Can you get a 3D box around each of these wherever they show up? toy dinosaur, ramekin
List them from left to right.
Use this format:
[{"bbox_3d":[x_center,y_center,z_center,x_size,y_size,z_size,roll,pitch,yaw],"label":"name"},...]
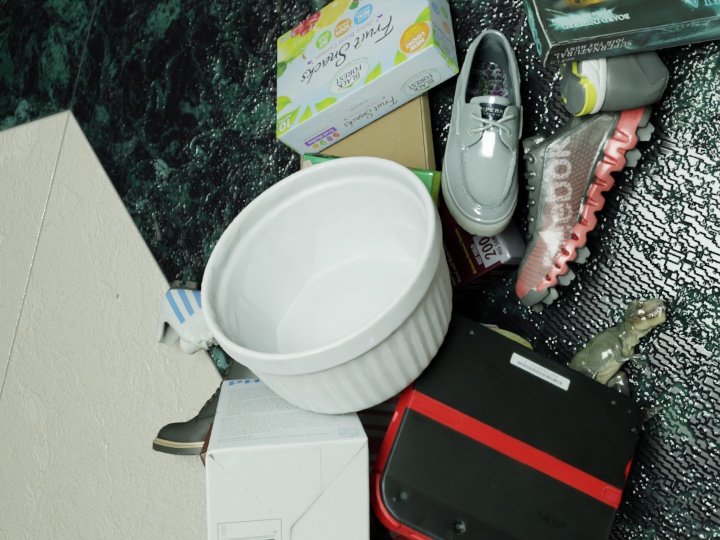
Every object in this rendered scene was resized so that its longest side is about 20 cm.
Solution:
[{"bbox_3d":[-0.018,0.016,0.616,0.195,0.106,0.203,-15,46,16],"label":"ramekin"},{"bbox_3d":[0.210,0.108,0.684,0.200,0.047,0.089,-44,63,30],"label":"toy dinosaur"}]

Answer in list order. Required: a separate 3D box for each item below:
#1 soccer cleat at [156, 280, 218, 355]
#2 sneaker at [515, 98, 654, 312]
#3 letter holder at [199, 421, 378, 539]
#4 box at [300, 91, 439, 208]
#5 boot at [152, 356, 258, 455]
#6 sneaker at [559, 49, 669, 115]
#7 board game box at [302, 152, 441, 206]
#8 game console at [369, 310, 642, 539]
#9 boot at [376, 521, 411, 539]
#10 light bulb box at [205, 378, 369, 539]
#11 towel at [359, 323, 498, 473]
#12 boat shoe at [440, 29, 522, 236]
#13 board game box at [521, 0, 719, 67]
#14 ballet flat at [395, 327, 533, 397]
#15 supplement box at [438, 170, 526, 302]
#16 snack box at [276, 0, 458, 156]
[{"bbox_3d":[-0.170,0.061,0.912,0.197,0.069,0.088,-2,66,40],"label":"soccer cleat"},{"bbox_3d":[0.176,-0.067,0.679,0.096,0.071,0.204,26,102,11],"label":"sneaker"},{"bbox_3d":[-0.063,0.240,0.802,0.139,0.101,0.204,-22,97,-3],"label":"letter holder"},{"bbox_3d":[0.002,-0.124,0.792,0.161,0.021,0.205,-22,57,31],"label":"box"},{"bbox_3d":[-0.162,0.146,0.916,0.195,0.077,0.142,-9,80,19],"label":"boot"},{"bbox_3d":[0.214,-0.212,0.656,0.082,0.075,0.205,6,64,0],"label":"sneaker"},{"bbox_3d":[0.000,0.000,0.723,0.131,0.029,0.206,12,104,22],"label":"board game box"},{"bbox_3d":[0.118,0.150,0.614,0.196,0.031,0.180,25,69,-2],"label":"game console"},{"bbox_3d":[0.118,0.224,0.695,0.145,0.195,0.074,114,155,-53],"label":"boot"},{"bbox_3d":[-0.061,0.210,0.649,0.121,0.200,0.204,-1,96,-7],"label":"light bulb box"},{"bbox_3d":[0.067,0.146,0.750,0.143,0.030,0.206,2,100,23],"label":"towel"},{"bbox_3d":[0.110,-0.131,0.686,0.068,0.072,0.205,4,60,2],"label":"boat shoe"},{"bbox_3d":[0.224,-0.236,0.604,0.194,0.028,0.138,-9,66,-1],"label":"board game box"},{"bbox_3d":[0.058,0.085,0.668,0.194,0.071,0.073,4,91,1],"label":"ballet flat"},{"bbox_3d":[0.059,-0.014,0.772,0.198,0.060,0.111,-32,73,30],"label":"supplement box"},{"bbox_3d":[0.000,-0.223,0.791,0.197,0.053,0.145,-24,56,31],"label":"snack box"}]
